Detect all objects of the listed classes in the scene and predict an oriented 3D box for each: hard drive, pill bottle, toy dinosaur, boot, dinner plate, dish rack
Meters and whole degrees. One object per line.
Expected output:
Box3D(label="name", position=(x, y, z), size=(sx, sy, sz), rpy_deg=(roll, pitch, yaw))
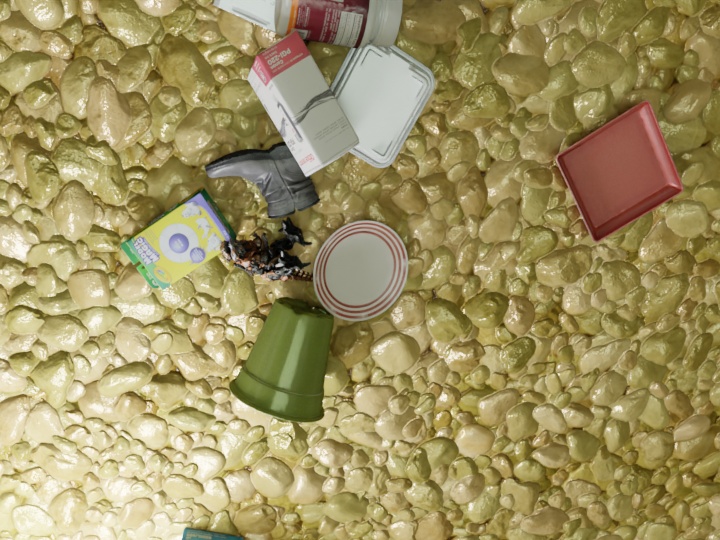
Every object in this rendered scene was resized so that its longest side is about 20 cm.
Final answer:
Box3D(label="hard drive", position=(-0.152, -0.516, 1.125), size=(0.129, 0.027, 0.204), rpy_deg=(20, 108, -11))
Box3D(label="pill bottle", position=(-0.037, -0.430, 1.104), size=(0.195, 0.114, 0.117), rpy_deg=(4, 111, -15))
Box3D(label="toy dinosaur", position=(-0.163, -0.025, 1.276), size=(0.135, 0.197, 0.104), rpy_deg=(-30, 70, 38))
Box3D(label="boot", position=(-0.178, -0.155, 1.234), size=(0.195, 0.070, 0.135), rpy_deg=(-10, 110, 1))
Box3D(label="dinner plate", position=(0.000, 0.000, 1.313), size=(0.195, 0.024, 0.205), rpy_deg=(-8, 111, -20))
Box3D(label="dish rack", position=(0.027, -0.300, 1.211), size=(0.169, 0.044, 0.202), rpy_deg=(28, 105, -13))

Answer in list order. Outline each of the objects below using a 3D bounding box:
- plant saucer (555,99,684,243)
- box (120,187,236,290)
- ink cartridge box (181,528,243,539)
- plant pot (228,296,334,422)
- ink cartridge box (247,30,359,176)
Box3D(label="plant saucer", position=(0.491, -0.188, 1.292), size=(0.197, 0.037, 0.202), rpy_deg=(-31, 109, 7))
Box3D(label="box", position=(-0.346, -0.052, 1.272), size=(0.197, 0.049, 0.118), rpy_deg=(-31, 110, 9))
Box3D(label="ink cartridge box", position=(-0.344, 0.698, 1.468), size=(0.141, 0.201, 0.150), rpy_deg=(13, 109, -9))
Box3D(label="plant pot", position=(-0.133, 0.161, 1.309), size=(0.196, 0.200, 0.194), rpy_deg=(18, 96, -11))
Box3D(label="ink cartridge box", position=(-0.098, -0.270, 1.127), size=(0.084, 0.145, 0.202), rpy_deg=(-35, 100, -12))
